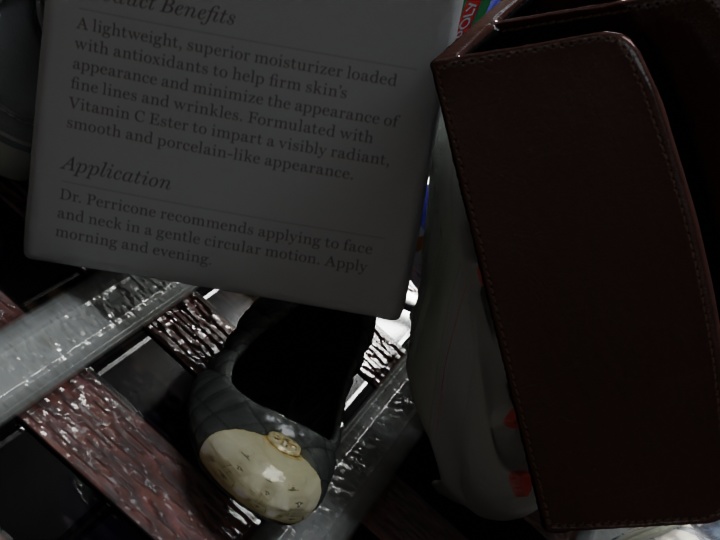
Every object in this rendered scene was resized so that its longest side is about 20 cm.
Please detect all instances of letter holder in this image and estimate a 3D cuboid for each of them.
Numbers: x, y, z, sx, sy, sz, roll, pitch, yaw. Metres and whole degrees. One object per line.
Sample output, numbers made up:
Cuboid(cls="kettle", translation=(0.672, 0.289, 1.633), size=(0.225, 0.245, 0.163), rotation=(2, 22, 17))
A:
Cuboid(cls="letter holder", translation=(0.129, -0.011, 0.701), size=(0.101, 0.142, 0.201), rotation=(-47, 126, -58))

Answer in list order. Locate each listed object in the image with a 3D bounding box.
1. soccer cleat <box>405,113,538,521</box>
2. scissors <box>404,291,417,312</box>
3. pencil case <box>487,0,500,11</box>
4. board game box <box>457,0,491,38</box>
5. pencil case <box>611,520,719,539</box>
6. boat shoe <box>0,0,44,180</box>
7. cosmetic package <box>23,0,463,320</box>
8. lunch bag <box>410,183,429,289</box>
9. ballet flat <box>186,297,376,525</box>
Cuboid(cls="soccer cleat", translation=(0.049, 0.012, 0.797), size=(0.069, 0.201, 0.077), rotation=(-6, 3, -40))
Cuboid(cls="scissors", translation=(0.000, 0.000, 0.957), size=(0.200, 0.014, 0.073), rotation=(13, 34, -51))
Cuboid(cls="pencil case", translation=(0.120, -0.099, 0.962), size=(0.200, 0.078, 0.087), rotation=(29, 50, -70))
Cuboid(cls="board game box", translation=(-0.015, -0.166, 0.923), size=(0.029, 0.135, 0.200), rotation=(-18, 55, -38))
Cuboid(cls="pencil case", translation=(0.110, 0.146, 0.750), size=(0.200, 0.078, 0.090), rotation=(1, 73, -60))
Cuboid(cls="boat shoe", translation=(-0.174, -0.122, 0.811), size=(0.070, 0.072, 0.201), rotation=(24, 26, -39))
Cuboid(cls="cosmetic package", translation=(-0.043, -0.112, 0.769), size=(0.164, 0.201, 0.165), rotation=(10, 23, -2))
Cuboid(cls="lunch bag", translation=(0.115, 0.026, 0.912), size=(0.170, 0.124, 0.200), rotation=(48, 11, 18))
Cuboid(cls="ballet flat", translation=(-0.030, 0.043, 0.748), size=(0.066, 0.057, 0.200), rotation=(36, 20, -10))
